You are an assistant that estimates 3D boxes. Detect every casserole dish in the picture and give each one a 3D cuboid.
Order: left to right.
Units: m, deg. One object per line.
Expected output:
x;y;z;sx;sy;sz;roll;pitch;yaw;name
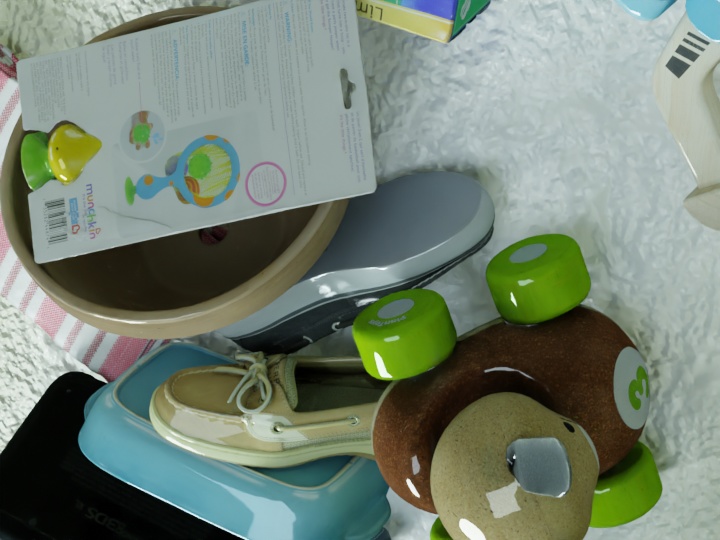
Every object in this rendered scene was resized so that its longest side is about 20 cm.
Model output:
-0.072;0.099;1.361;0.200;0.121;0.039;24;125;18;casserole dish

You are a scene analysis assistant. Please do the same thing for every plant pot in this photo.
-0.095;-0.041;1.298;0.200;0.201;0.093;16;157;20;plant pot

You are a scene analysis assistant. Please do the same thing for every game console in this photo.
-0.139;0.188;1.416;0.200;0.176;0.116;24;158;25;game console

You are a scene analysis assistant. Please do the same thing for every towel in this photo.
-0.184;-0.031;1.418;0.200;0.030;0.146;41;127;6;towel

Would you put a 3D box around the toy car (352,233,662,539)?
0.096;0.100;1.208;0.158;0.200;0.165;-23;111;-4;toy car

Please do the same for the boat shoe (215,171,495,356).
0.000;0.000;1.321;0.200;0.069;0.057;-20;132;32;boat shoe

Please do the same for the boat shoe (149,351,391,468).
-0.020;0.071;1.320;0.200;0.073;0.063;6;124;-2;boat shoe

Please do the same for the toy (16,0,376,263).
-0.084;-0.075;1.229;0.200;0.047;0.115;-11;78;17;toy

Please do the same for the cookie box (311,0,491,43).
-0.002;-0.241;1.194;0.171;0.075;0.200;19;121;18;cookie box

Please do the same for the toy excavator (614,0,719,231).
0.174;-0.139;1.152;0.194;0.100;0.200;42;138;6;toy excavator

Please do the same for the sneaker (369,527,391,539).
-0.074;0.164;1.423;0.200;0.078;0.086;-5;107;29;sneaker
